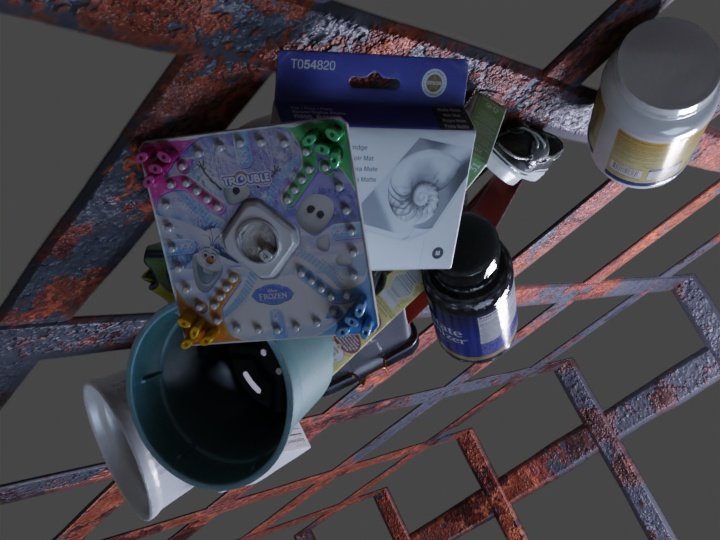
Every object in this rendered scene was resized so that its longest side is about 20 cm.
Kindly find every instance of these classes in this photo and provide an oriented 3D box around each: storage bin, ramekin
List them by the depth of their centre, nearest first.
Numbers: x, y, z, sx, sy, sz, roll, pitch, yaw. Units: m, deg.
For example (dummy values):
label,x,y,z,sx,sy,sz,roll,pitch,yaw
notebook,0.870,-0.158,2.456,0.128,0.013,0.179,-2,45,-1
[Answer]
label,x,y,z,sx,sy,sz,roll,pitch,yaw
ramekin,-0.290,0.223,1.191,0.096,0.202,0.201,-25,161,-30
storage bin,-0.010,0.087,1.333,0.196,0.147,0.135,-24,150,-10

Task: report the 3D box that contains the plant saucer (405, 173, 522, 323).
label,x,y,z,sx,sy,sz,roll,pitch,yaw
plant saucer,0.140,-0.044,1.238,0.200,0.036,0.201,-50,-176,45

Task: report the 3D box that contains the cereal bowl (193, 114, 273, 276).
label,x,y,z,sx,sy,sz,roll,pitch,yaw
cereal bowl,-0.076,-0.063,0.880,0.195,0.083,0.205,-9,117,-18

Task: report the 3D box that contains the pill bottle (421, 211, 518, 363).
label,x,y,z,sx,sy,sz,roll,pitch,yaw
pill bottle,0.133,0.021,1.065,0.110,0.113,0.201,-26,146,-4

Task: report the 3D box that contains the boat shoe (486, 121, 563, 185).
label,x,y,z,sx,sy,sz,roll,pitch,yaw
boat shoe,0.208,-0.160,1.135,0.071,0.072,0.199,-47,165,25

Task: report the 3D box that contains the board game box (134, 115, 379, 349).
label,x,y,z,sx,sy,sz,roll,pitch,yaw
board game box,-0.093,-0.025,0.793,0.195,0.205,0.026,-4,-159,13

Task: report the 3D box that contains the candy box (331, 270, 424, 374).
label,x,y,z,sx,sy,sz,roll,pitch,yaw
candy box,-0.010,0.053,1.146,0.199,0.056,0.115,-42,-163,-2

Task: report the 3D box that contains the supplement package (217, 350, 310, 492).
label,x,y,z,sx,sy,sz,roll,pitch,yaw
supplement package,-0.175,0.190,1.236,0.108,0.203,0.113,-33,163,15

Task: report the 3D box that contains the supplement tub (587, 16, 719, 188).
label,x,y,z,sx,sy,sz,roll,pitch,yaw
supplement tub,0.368,-0.207,1.105,0.142,0.147,0.201,-27,160,-3

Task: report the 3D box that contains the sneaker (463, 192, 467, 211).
label,x,y,z,sx,sy,sz,roll,pitch,yaw
sneaker,0.094,-0.074,1.139,0.090,0.067,0.200,-51,172,16

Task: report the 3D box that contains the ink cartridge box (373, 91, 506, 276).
label,x,y,z,sx,sy,sz,roll,pitch,yaw
ink cartridge box,0.092,-0.090,1.002,0.146,0.047,0.202,-54,-170,51

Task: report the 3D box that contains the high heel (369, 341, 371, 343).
label,x,y,z,sx,sy,sz,roll,pitch,yaw
high heel,-0.082,0.087,1.215,0.196,0.097,0.068,-17,158,-26

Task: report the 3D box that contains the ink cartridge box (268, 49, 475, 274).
label,x,y,z,sx,sy,sz,roll,pitch,yaw
ink cartridge box,0.010,-0.097,0.824,0.195,0.041,0.205,-3,115,-19

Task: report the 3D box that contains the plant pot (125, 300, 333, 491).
label,x,y,z,sx,sy,sz,roll,pitch,yaw
plant pot,-0.129,0.115,0.993,0.199,0.202,0.196,-35,176,19

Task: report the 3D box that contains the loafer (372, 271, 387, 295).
label,x,y,z,sx,sy,sz,roll,pitch,yaw
loafer,0.000,0.000,1.064,0.069,0.070,0.200,-32,-171,25

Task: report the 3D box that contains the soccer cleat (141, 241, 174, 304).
label,x,y,z,sx,sy,sz,roll,pitch,yaw
soccer cleat,-0.210,0.015,1.018,0.081,0.066,0.201,6,158,-5
